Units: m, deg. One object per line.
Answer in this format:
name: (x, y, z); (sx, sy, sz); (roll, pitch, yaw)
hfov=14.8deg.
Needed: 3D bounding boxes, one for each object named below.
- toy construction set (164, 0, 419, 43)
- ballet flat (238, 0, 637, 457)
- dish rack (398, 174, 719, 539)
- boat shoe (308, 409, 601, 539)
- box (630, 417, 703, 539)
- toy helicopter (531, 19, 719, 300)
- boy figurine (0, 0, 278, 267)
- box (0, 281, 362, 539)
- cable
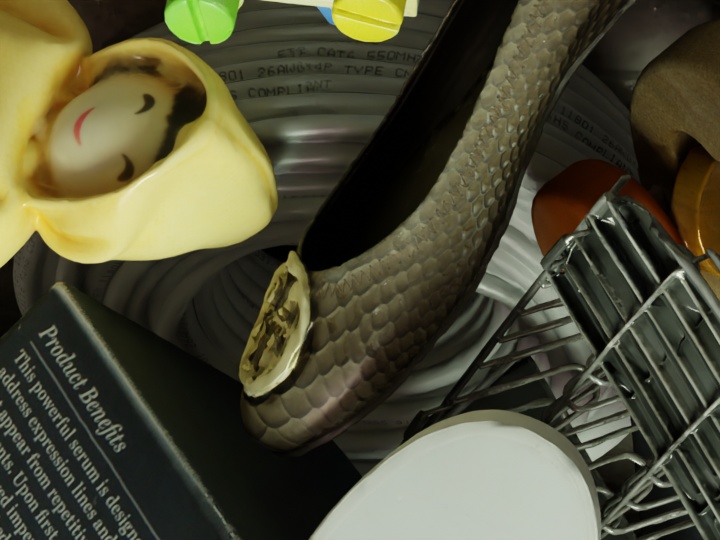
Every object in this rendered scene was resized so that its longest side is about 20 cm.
toy construction set: (-0.074, -0.113, 0.652); (0.199, 0.093, 0.131); (2, 147, -13)
ballet flat: (0.024, -0.044, 0.676); (0.046, 0.067, 0.200); (32, 97, -28)
dish rack: (0.077, 0.067, 0.664); (0.054, 0.154, 0.200); (-24, 164, -24)
boat shoe: (0.006, 0.119, 0.668); (0.072, 0.066, 0.201); (19, 106, 6)
box: (0.182, 0.090, 0.827); (0.147, 0.105, 0.200); (-12, 163, 24)
toy helicopter: (0.138, 0.024, 0.680); (0.200, 0.079, 0.132); (54, 160, -1)
boy figurine: (-0.119, -0.041, 0.711); (0.199, 0.125, 0.065); (19, 154, 15)
box: (-0.087, 0.125, 0.743); (0.200, 0.107, 0.148); (-42, 148, 8)
cable: (0.000, 0.000, 0.811); (0.199, 0.070, 0.200); (-25, 134, 35)
